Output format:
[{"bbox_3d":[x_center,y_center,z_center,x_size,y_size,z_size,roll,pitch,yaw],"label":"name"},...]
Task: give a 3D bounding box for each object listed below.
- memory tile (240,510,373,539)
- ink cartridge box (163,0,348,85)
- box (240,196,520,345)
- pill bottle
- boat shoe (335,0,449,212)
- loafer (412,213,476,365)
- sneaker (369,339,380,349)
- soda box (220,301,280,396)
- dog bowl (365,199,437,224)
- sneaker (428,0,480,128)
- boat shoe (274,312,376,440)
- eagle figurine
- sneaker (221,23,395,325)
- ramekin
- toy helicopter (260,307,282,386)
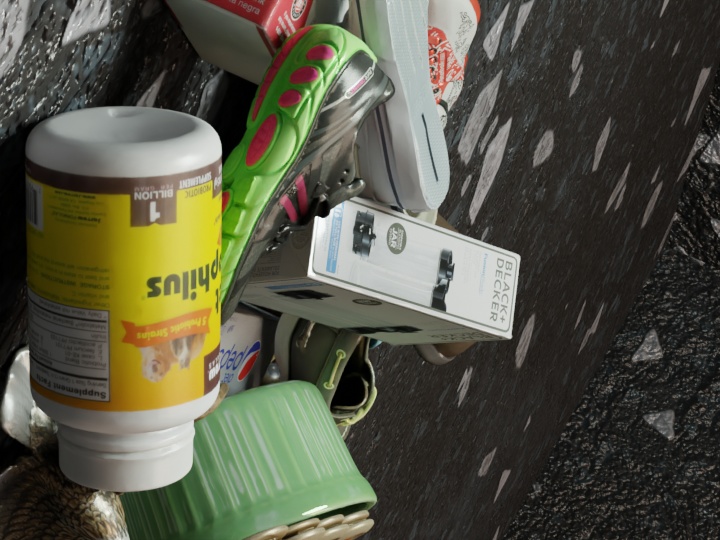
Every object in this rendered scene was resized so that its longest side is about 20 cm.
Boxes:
[{"bbox_3d":[-0.081,0.202,1.439,0.152,0.017,0.200,-27,168,18],"label":"memory tile"},{"bbox_3d":[-0.034,-0.224,1.303,0.201,0.083,0.144,-64,166,-9],"label":"ink cartridge box"},{"bbox_3d":[0.000,0.000,1.408,0.199,0.116,0.061,18,74,-45],"label":"box"},{"bbox_3d":[-0.132,0.016,1.189,0.109,0.108,0.202,-38,133,-63],"label":"pill bottle"},{"bbox_3d":[0.005,-0.124,1.305,0.074,0.066,0.201,-54,141,-54],"label":"boat shoe"},{"bbox_3d":[0.046,-0.026,1.607,0.201,0.071,0.073,61,29,-21],"label":"loafer"},{"bbox_3d":[0.012,0.019,1.726,0.083,0.073,0.200,-69,162,9],"label":"sneaker"},{"bbox_3d":[-0.115,0.048,1.494,0.069,0.063,0.200,-64,167,2],"label":"soda box"},{"bbox_3d":[-0.005,-0.113,1.471,0.200,0.073,0.202,-10,90,-77],"label":"dog bowl"},{"bbox_3d":[0.050,-0.164,1.749,0.202,0.067,0.109,85,25,-69],"label":"sneaker"},{"bbox_3d":[-0.022,0.084,1.576,0.072,0.060,0.202,-53,160,-27],"label":"boat shoe"},{"bbox_3d":[-0.187,0.152,1.334,0.151,0.152,0.200,13,142,-37],"label":"eagle figurine"},{"bbox_3d":[-0.043,-0.044,1.250,0.083,0.077,0.201,25,103,-32],"label":"sneaker"},{"bbox_3d":[-0.097,0.154,1.489,0.199,0.098,0.200,-22,169,-4],"label":"ramekin"},{"bbox_3d":[-0.070,0.044,1.650,0.132,0.078,0.202,-34,134,-55],"label":"toy helicopter"}]
